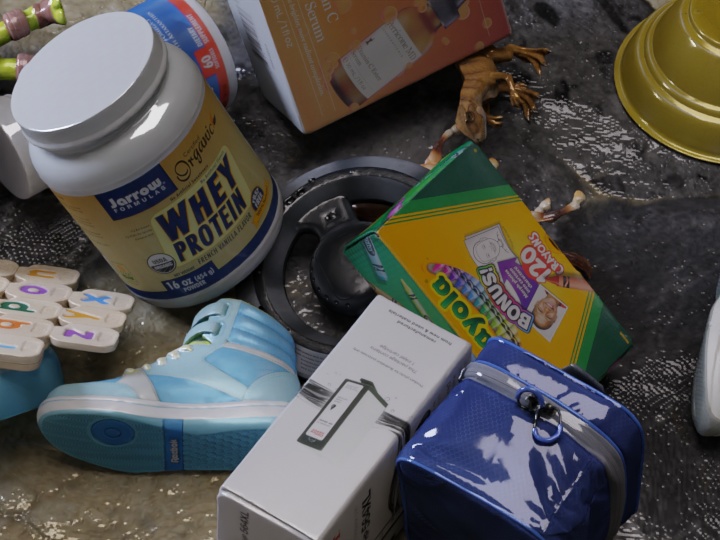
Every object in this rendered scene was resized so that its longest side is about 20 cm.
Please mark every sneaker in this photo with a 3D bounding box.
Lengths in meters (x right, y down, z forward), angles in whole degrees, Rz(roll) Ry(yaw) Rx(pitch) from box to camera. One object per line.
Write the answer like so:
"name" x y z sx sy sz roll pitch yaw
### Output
"sneaker" 0.302 0.047 1.640 0.080 0.071 0.201 17 51 9
"sneaker" -0.138 0.079 1.596 0.199 0.080 0.131 5 52 -10

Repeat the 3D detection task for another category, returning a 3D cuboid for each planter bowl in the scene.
"planter bowl" 0.320 -0.190 1.826 0.200 0.084 0.201 1 51 -1

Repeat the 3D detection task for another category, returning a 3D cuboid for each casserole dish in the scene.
"casserole dish" -0.298 0.073 1.554 0.121 0.039 0.200 16 17 26

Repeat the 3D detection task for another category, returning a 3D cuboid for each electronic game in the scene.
"electronic game" 0.000 0.000 1.668 0.199 0.042 0.200 -5 62 9

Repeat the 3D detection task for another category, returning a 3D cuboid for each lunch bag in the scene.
"lunch bag" 0.114 0.136 1.469 0.136 0.200 0.132 30 66 18

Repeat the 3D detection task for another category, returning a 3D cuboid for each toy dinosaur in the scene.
"toy dinosaur" 0.100 -0.177 1.816 0.106 0.061 0.200 12 30 -17

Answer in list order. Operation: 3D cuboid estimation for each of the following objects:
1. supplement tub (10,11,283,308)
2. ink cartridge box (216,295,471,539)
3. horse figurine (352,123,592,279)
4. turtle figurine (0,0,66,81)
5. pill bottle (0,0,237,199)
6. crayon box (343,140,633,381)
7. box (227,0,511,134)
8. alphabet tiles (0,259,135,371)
"supplement tub" -0.161 -0.083 1.628 0.144 0.200 0.145 -19 43 18
"ink cartridge box" -0.011 0.141 1.503 0.084 0.146 0.200 28 56 18
"horse figurine" 0.092 -0.046 1.724 0.200 0.050 0.132 35 52 27
"turtle figurine" -0.322 -0.170 1.806 0.161 0.064 0.200 -11 71 -8
"pill bottle" -0.209 -0.139 1.752 0.200 0.112 0.112 -33 58 -25
"crayon box" 0.096 0.020 1.600 0.119 0.058 0.200 -43 97 -30
"box" 0.000 -0.233 1.775 0.200 0.153 0.106 -27 31 -11
"alphabet tiles" -0.272 0.030 1.606 0.195 0.015 0.200 8 19 0
